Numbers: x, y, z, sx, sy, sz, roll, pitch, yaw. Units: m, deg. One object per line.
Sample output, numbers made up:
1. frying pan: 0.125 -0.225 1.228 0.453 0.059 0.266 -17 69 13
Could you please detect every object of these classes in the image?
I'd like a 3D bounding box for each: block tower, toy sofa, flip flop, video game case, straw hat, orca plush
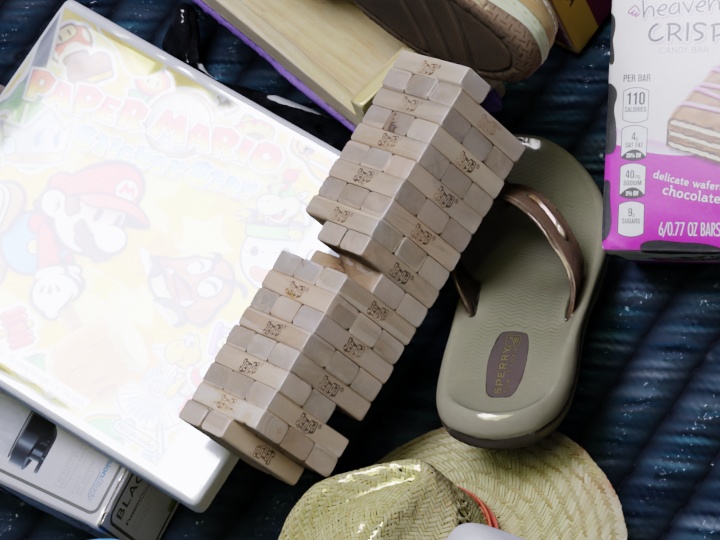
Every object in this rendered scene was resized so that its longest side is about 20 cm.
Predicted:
1. block tower: 0.000 0.000 1.100 0.054 0.058 0.200 20 77 49
2. toy sofa: -0.022 -0.132 1.215 0.083 0.098 0.200 -43 59 -11
3. flip flop: 0.070 -0.001 1.123 0.081 0.058 0.200 -6 40 18
4. video game case: -0.109 -0.011 1.156 0.200 0.023 0.182 30 79 15
5. straw hat: 0.011 0.130 1.063 0.200 0.085 0.202 -22 45 23
6. orca plush: -0.046 -0.072 1.217 0.105 0.071 0.200 -37 59 1

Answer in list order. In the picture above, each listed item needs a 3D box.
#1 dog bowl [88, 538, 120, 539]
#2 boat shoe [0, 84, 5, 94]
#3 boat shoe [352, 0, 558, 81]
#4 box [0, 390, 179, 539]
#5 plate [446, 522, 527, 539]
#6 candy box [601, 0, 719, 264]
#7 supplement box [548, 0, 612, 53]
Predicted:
1. dog bowl: -0.160 0.206 1.144 0.199 0.050 0.112 -25 60 8
2. boat shoe: -0.149 -0.038 1.242 0.200 0.072 0.076 29 67 35
3. boat shoe: 0.023 -0.159 1.123 0.200 0.072 0.076 35 64 30
4. box: -0.169 0.053 1.212 0.199 0.060 0.117 20 74 28
5. plate: 0.097 0.223 0.976 0.199 0.032 0.201 20 74 7
6. candy box: 0.187 -0.104 1.115 0.136 0.061 0.201 1 85 21
7. supplement box: 0.103 -0.233 1.216 0.131 0.103 0.200 29 78 30
